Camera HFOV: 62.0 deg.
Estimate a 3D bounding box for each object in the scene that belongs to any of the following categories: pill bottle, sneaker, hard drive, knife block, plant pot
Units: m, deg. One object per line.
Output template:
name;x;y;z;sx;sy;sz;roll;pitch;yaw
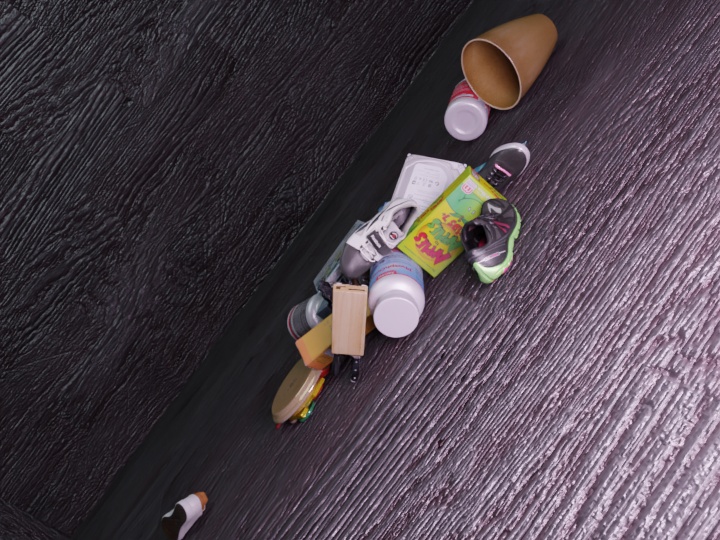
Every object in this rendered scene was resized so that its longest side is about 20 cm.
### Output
pill bottle;0.293;-0.442;1.598;0.112;0.112;0.201;-40;19;41
sneaker;0.249;-0.162;1.154;0.100;0.070;0.200;-61;10;-29
hard drive;0.133;-0.141;1.263;0.202;0.139;0.038;-69;-25;-9
sneaker;0.038;-0.065;1.149;0.200;0.074;0.088;-50;18;-9
knife block;-0.022;0.123;1.136;0.200;0.063;0.178;89;-176;-81
plant pot;0.379;-0.528;1.451;0.200;0.187;0.186;-42;11;-15
pill bottle;0.069;0.040;1.149;0.109;0.108;0.200;-46;15;21
pill bottle;-0.100;0.116;1.501;0.200;0.110;0.111;-29;27;58
sneaker;0.214;-0.068;0.998;0.077;0.084;0.201;-41;18;36
sneaker;-0.431;0.611;1.488;0.084;0.073;0.200;-22;-20;-47

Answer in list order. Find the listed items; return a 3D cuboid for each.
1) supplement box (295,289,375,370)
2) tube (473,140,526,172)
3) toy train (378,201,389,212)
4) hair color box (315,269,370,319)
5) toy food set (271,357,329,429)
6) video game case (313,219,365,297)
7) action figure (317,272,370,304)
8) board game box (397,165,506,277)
supplement box;-0.040;0.127;1.273;0.200;0.069;0.067;-39;56;15
tube;0.264;-0.200;1.252;0.199;0.050;0.078;-27;37;51
toy train;0.104;-0.125;1.393;0.113;0.088;0.200;-16;12;7
hair color box;-0.014;0.046;1.418;0.061;0.099;0.201;-37;21;52
toy food set;-0.138;0.271;1.374;0.200;0.049;0.199;-28;29;59
video game case;-0.045;-0.033;1.467;0.201;0.022;0.182;-54;11;2
action figure;0.000;0.000;1.319;0.200;0.102;0.119;-43;6;-9
board game box;0.173;-0.089;1.144;0.200;0.101;0.048;-45;17;27
